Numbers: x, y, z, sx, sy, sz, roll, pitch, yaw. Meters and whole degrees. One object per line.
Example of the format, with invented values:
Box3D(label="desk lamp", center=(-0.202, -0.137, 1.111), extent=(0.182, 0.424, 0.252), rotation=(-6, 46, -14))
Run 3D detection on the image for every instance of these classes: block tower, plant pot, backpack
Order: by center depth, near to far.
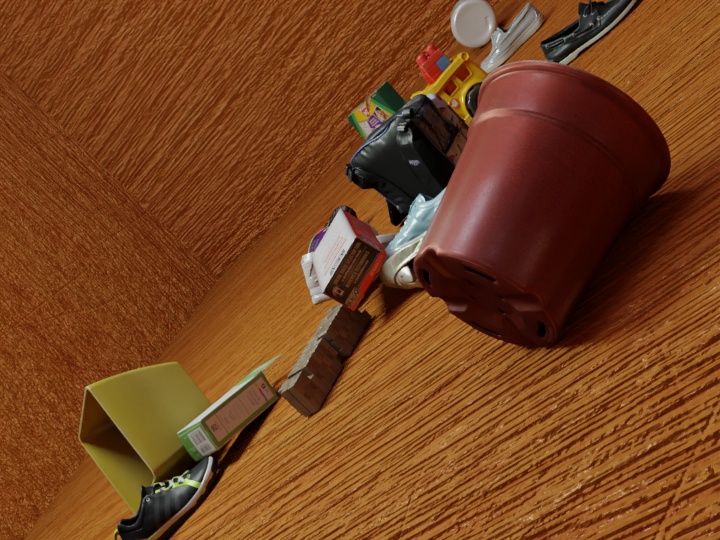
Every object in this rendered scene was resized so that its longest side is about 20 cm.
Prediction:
Box3D(label="plant pot", center=(0.156, -0.049, 0.795), extent=(0.197, 0.199, 0.200), rotation=(-59, 14, -18))
Box3D(label="block tower", center=(-0.053, 0.127, 1.284), extent=(0.054, 0.058, 0.201), rotation=(-34, 16, 44))
Box3D(label="backpack", center=(0.104, -0.170, 1.375), extent=(0.154, 0.191, 0.199), rotation=(-48, 10, -35))
Box3D(label="plant pot", center=(-0.368, 0.284, 1.526), extent=(0.175, 0.200, 0.201), rotation=(-32, -20, -38))

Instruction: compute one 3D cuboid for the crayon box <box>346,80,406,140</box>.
Box3D(label="crayon box", center=(0.072, -0.404, 2.347), extent=(0.058, 0.173, 0.199), rotation=(-47, 10, -25))

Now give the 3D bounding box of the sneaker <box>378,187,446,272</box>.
Box3D(label="sneaker", center=(0.095, -0.067, 1.275), extent=(0.198, 0.083, 0.073), rotation=(-32, -24, 30))

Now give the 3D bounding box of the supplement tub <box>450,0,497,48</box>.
Box3D(label="supplement tub", center=(0.352, -0.778, 2.659), extent=(0.144, 0.144, 0.201), rotation=(-43, 11, 19))

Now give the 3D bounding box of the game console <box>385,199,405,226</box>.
Box3D(label="game console", center=(0.152, -0.163, 1.611), extent=(0.201, 0.116, 0.176), rotation=(-49, -19, -12))

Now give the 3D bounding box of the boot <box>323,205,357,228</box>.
Box3D(label="boot", center=(-0.040, -0.087, 1.916), extent=(0.210, 0.079, 0.159), rotation=(-34, 17, 51))

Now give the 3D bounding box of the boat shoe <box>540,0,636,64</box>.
Box3D(label="boat shoe", center=(0.397, -0.438, 1.502), extent=(0.199, 0.066, 0.075), rotation=(-36, 15, 45))

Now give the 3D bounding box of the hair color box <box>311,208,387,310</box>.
Box3D(label="hair color box", center=(-0.022, -0.022, 1.340), extent=(0.103, 0.061, 0.200), rotation=(-58, 14, 10))

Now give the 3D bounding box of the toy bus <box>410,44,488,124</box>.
Box3D(label="toy bus", center=(0.172, -0.359, 1.769), extent=(0.200, 0.192, 0.136), rotation=(-48, 12, 1))

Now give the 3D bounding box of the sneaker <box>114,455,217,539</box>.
Box3D(label="sneaker", center=(-0.314, 0.367, 1.367), extent=(0.200, 0.083, 0.072), rotation=(-48, 11, -8))

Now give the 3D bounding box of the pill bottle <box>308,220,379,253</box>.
Box3D(label="pill bottle", center=(-0.035, -0.033, 1.624), extent=(0.113, 0.112, 0.200), rotation=(-49, 11, -13))

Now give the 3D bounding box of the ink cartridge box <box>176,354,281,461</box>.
Box3D(label="ink cartridge box", center=(-0.207, 0.232, 1.452), extent=(0.199, 0.060, 0.103), rotation=(-39, 3, -40))

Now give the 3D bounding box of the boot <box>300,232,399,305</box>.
Box3D(label="boot", center=(0.000, 0.000, 1.486), extent=(0.196, 0.098, 0.074), rotation=(-14, -6, -1))

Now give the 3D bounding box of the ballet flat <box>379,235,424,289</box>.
Box3D(label="ballet flat", center=(0.092, -0.012, 1.208), extent=(0.200, 0.067, 0.063), rotation=(-40, 40, 42))

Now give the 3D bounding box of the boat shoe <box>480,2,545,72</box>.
Box3D(label="boat shoe", center=(0.359, -0.572, 2.100), extent=(0.200, 0.071, 0.070), rotation=(-43, 11, 22))
